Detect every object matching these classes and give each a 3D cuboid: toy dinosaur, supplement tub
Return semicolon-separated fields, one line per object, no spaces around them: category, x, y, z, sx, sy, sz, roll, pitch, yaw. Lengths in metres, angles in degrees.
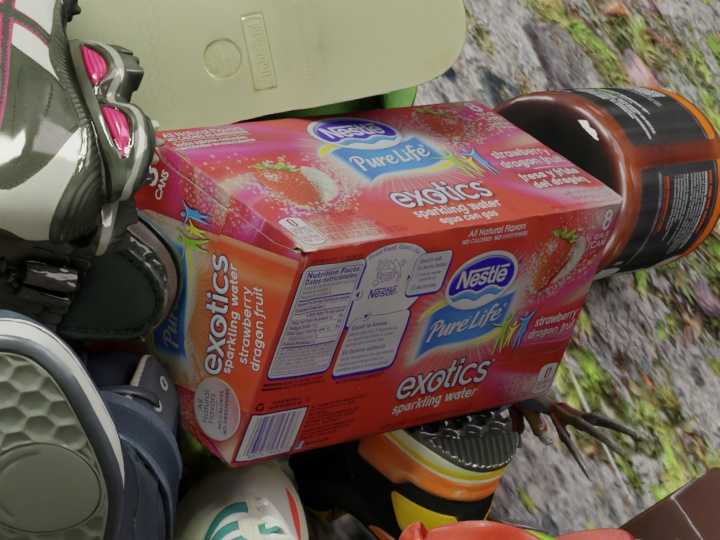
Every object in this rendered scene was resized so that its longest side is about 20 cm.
toy dinosaur;0.036;0.082;1.316;0.200;0.105;0.181;23;30;26
supplement tub;0.140;-0.049;1.570;0.107;0.107;0.200;59;27;12

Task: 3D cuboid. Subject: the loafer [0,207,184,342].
loafer;-0.162;-0.015;1.027;0.199;0.072;0.063;23;23;-6

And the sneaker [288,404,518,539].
sneaker;-0.019;0.060;1.226;0.070;0.090;0.200;-6;35;-43

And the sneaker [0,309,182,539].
sneaker;-0.110;0.057;0.990;0.146;0.077;0.203;-92;175;-47

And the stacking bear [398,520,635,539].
stacking bear;0.056;0.149;1.106;0.200;0.113;0.122;49;31;-68

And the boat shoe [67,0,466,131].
boat shoe;-0.059;-0.094;1.138;0.063;0.201;0.074;-137;-138;-80

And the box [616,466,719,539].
box;0.175;0.205;1.319;0.200;0.100;0.075;57;26;9

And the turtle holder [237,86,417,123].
turtle holder;-0.047;-0.096;1.244;0.141;0.132;0.186;32;67;-3

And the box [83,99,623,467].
box;0.000;0.000;1.133;0.200;0.100;0.095;-10;38;-47

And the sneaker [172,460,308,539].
sneaker;-0.032;0.127;1.082;0.070;0.093;0.200;44;27;-17

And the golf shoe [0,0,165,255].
golf shoe;-0.141;-0.084;1.016;0.088;0.077;0.200;-1;36;-27

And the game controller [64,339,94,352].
game controller;-0.146;-0.008;1.138;0.200;0.042;0.104;43;13;-21
